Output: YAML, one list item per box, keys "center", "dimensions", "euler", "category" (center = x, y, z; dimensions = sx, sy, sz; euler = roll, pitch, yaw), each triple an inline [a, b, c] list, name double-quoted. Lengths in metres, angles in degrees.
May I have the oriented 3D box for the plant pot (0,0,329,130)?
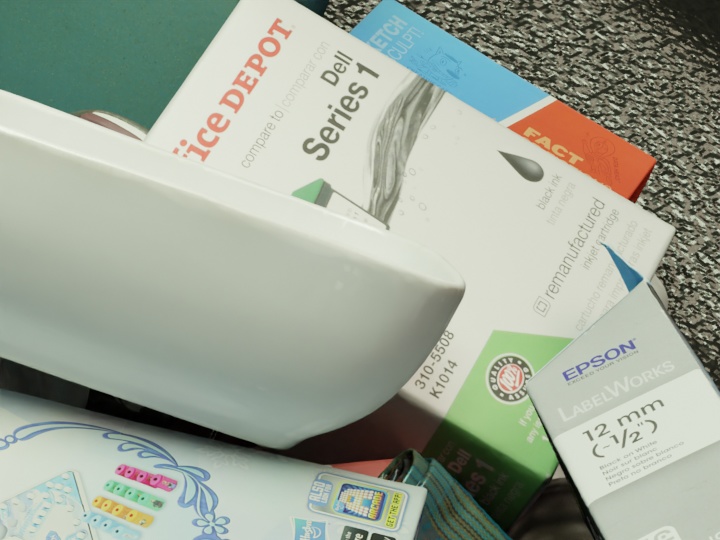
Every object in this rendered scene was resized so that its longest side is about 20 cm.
- center: [-0.085, -0.152, 1.304]
  dimensions: [0.141, 0.200, 0.141]
  euler: [31, 37, 7]
  category: "plant pot"

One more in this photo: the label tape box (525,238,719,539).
- center: [0.118, 0.098, 1.051]
  dimensions: [0.066, 0.143, 0.200]
  euler: [-27, 31, -1]
  category: "label tape box"

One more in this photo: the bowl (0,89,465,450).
- center: [-0.070, -0.001, 0.987]
  dimensions: [0.200, 0.075, 0.200]
  euler: [18, 4, -4]
  category: "bowl"

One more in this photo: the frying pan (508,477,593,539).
- center: [0.107, 0.161, 1.175]
  dimensions: [0.115, 0.031, 0.190]
  euler: [15, 43, -21]
  category: "frying pan"

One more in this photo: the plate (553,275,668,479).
- center: [0.037, 0.006, 1.326]
  dimensions: [0.200, 0.032, 0.200]
  euler: [29, 35, 2]
  category: "plate"

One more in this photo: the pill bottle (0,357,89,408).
- center: [-0.189, 0.065, 1.040]
  dimensions: [0.120, 0.120, 0.200]
  euler: [36, 37, 13]
  category: "pill bottle"

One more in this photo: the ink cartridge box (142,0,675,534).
- center: [0.000, 0.000, 1.154]
  dimensions: [0.200, 0.084, 0.146]
  euler: [31, 52, -1]
  category: "ink cartridge box"

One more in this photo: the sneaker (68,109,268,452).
- center: [-0.109, 0.014, 1.192]
  dimensions: [0.115, 0.076, 0.200]
  euler: [-13, 52, -37]
  category: "sneaker"

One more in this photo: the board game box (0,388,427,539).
- center: [-0.096, 0.119, 0.873]
  dimensions: [0.199, 0.043, 0.200]
  euler: [14, 38, 4]
  category: "board game box"

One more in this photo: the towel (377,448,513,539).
- center: [0.053, 0.177, 1.042]
  dimensions: [0.200, 0.022, 0.147]
  euler: [45, 52, -13]
  category: "towel"

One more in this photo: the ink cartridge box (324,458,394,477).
- center: [-0.060, 0.138, 1.047]
  dimensions: [0.200, 0.067, 0.117]
  euler: [-2, 63, -35]
  category: "ink cartridge box"

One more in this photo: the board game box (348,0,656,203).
- center: [0.028, -0.031, 1.304]
  dimensions: [0.153, 0.040, 0.200]
  euler: [32, 37, 7]
  category: "board game box"
